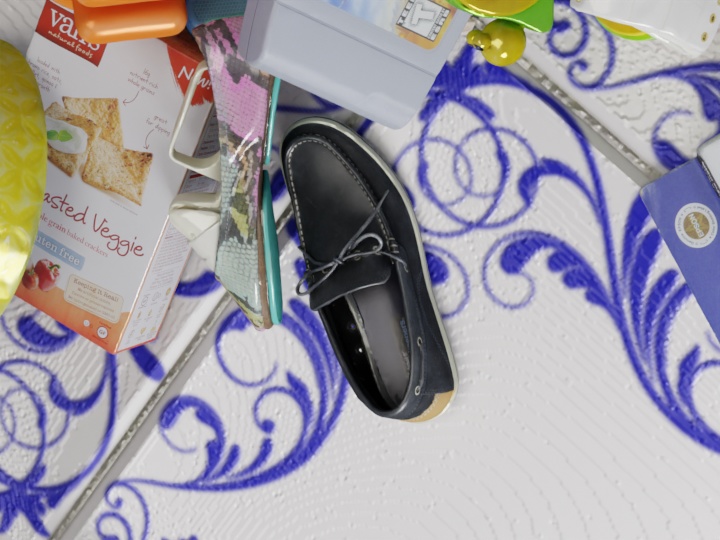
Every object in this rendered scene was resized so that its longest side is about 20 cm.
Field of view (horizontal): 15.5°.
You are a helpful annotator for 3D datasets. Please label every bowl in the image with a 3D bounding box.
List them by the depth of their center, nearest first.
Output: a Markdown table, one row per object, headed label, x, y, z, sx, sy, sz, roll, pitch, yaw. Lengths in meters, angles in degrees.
| label | x | y | z | sx | sy | sz | roll | pitch | yaw |
| --- | --- | --- | --- | --- | --- | --- | --- | --- | --- |
| bowl | -0.290 | -0.056 | 1.658 | 0.200 | 0.108 | 0.201 | -16 | 70 | 52 |

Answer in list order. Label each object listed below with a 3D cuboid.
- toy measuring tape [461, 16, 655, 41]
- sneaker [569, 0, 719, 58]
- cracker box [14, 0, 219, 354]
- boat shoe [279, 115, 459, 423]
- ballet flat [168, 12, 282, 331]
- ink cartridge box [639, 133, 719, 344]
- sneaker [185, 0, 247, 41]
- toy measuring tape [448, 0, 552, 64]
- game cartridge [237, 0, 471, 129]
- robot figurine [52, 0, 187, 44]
| label | x | y | z | sx | sy | sz | roll | pitch | yaw |
| --- | --- | --- | --- | --- | --- | --- | --- | --- | --- |
| toy measuring tape | 0.134 | -0.152 | 1.516 | 0.200 | 0.074 | 0.074 | -23 | 88 | 36 |
| sneaker | 0.196 | -0.172 | 1.423 | 0.074 | 0.200 | 0.116 | 31 | 117 | 57 |
| cracker box | -0.162 | -0.067 | 1.673 | 0.134 | 0.058 | 0.200 | 29 | 109 | 19 |
| boat shoe | 0.000 | 0.000 | 1.604 | 0.075 | 0.062 | 0.200 | -23 | 86 | 29 |
| ballet flat | -0.080 | -0.060 | 1.598 | 0.071 | 0.069 | 0.200 | 1 | 112 | -1 |
| ink cartridge box | 0.275 | -0.004 | 1.483 | 0.200 | 0.041 | 0.200 | -31 | 85 | 26 |
| sneaker | -0.041 | -0.205 | 1.573 | 0.200 | 0.090 | 0.078 | -40 | 81 | 26 |
| toy measuring tape | 0.072 | -0.213 | 1.465 | 0.073 | 0.074 | 0.200 | 6 | 104 | 25 |
| game cartridge | 0.018 | -0.189 | 1.512 | 0.042 | 0.133 | 0.200 | 41 | 106 | 48 |
| robot figurine | -0.147 | -0.234 | 1.585 | 0.117 | 0.144 | 0.200 | -27 | 57 | 27 |
